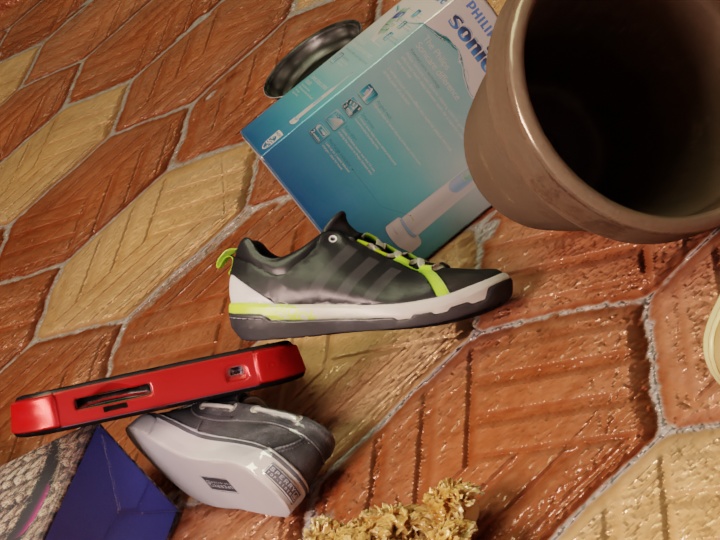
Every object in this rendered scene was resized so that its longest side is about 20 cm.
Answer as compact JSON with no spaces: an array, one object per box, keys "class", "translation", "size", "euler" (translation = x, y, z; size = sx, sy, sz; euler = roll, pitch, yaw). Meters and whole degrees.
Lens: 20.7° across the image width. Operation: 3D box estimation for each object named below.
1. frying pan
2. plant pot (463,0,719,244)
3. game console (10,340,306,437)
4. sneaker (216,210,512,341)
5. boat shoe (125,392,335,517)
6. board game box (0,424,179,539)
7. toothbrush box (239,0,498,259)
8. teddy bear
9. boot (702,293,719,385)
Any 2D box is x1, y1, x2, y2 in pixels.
[{"class":"frying pan","translation":[-0.021,-0.199,1.876],"size":[0.190,0.031,0.115],"euler":[2,46,53]},{"class":"plant pot","translation":[0.151,-0.098,1.264],"size":[0.200,0.200,0.175],"euler":[-50,7,-25]},{"class":"game console","translation":[-0.141,0.082,1.376],"size":[0.200,0.031,0.177],"euler":[-11,-2,-6]},{"class":"sneaker","translation":[0.000,0.000,1.316],"size":[0.200,0.083,0.072],"euler":[-5,-2,10]},{"class":"boat shoe","translation":[-0.088,0.115,1.337],"size":[0.068,0.072,0.200],"euler":[-48,24,-23]},{"class":"board game box","translation":[-0.245,0.218,1.351],"size":[0.200,0.097,0.159],"euler":[-26,26,27]},{"class":"toothbrush box","translation":[0.037,-0.103,1.459],"size":[0.200,0.146,0.085],"euler":[-40,23,1]},{"class":"teddy bear","translation":[-0.016,0.177,1.117],"size":[0.200,0.067,0.145],"euler":[-24,25,32]},{"class":"boot","translation":[0.277,0.007,0.980],"size":[0.200,0.073,0.155],"euler":[-35,19,-4]}]
